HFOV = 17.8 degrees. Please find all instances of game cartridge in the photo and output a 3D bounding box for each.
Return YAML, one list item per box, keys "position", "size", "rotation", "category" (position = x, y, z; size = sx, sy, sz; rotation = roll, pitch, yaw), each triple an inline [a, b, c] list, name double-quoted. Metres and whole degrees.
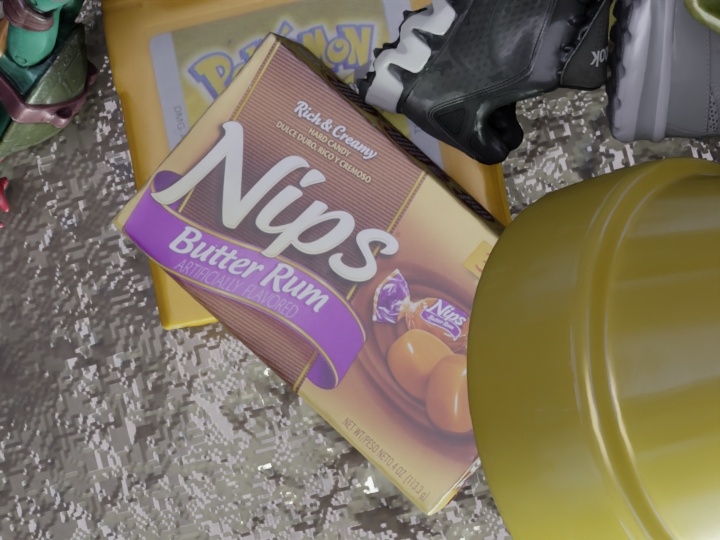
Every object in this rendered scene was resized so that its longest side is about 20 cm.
- position: [-0.030, -0.085, 1.092]
  size: [0.176, 0.032, 0.200]
  rotation: [-12, 89, 13]
  category: "game cartridge"

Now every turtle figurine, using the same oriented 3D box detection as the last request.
- position: [-0.171, -0.108, 1.088]
  size: [0.101, 0.150, 0.200]
  rotation: [27, 131, -18]
  category: "turtle figurine"

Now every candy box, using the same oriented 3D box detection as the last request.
- position: [0.000, 0.000, 1.043]
  size: [0.200, 0.056, 0.117]
  rotation: [43, 99, 8]
  category: "candy box"

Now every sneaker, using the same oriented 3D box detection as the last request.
- position: [0.084, -0.126, 1.000]
  size: [0.090, 0.066, 0.200]
  rotation: [40, 121, 8]
  category: "sneaker"
- position: [0.160, -0.149, 0.996]
  size: [0.082, 0.075, 0.200]
  rotation: [6, 117, -3]
  category: "sneaker"

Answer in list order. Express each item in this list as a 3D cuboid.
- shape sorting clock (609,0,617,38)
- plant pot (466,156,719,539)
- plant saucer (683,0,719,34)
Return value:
- position: [0.129, -0.203, 1.035]
  size: [0.200, 0.039, 0.200]
  rotation: [2, 106, 7]
  category: "shape sorting clock"
- position: [0.177, 0.041, 0.927]
  size: [0.189, 0.201, 0.201]
  rotation: [-16, 87, 43]
  category: "plant pot"
- position: [0.264, -0.146, 0.920]
  size: [0.200, 0.048, 0.200]
  rotation: [31, 105, 11]
  category: "plant saucer"
